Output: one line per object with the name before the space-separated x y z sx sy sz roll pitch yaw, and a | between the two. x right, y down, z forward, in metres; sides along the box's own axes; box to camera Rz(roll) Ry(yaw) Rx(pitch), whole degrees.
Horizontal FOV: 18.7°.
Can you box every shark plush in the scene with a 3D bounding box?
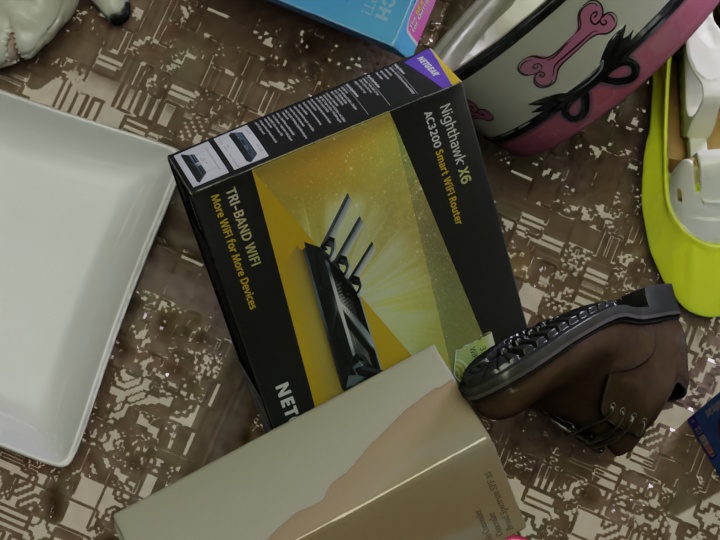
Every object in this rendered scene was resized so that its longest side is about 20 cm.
shark plush | -0.206 -0.222 1.299 0.083 0.091 0.201 -16 81 24

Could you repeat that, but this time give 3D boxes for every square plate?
square plate | -0.226 -0.008 1.260 0.199 0.028 0.199 19 76 2

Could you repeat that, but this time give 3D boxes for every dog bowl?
dog bowl | 0.127 -0.146 1.238 0.200 0.200 0.074 -45 101 -12

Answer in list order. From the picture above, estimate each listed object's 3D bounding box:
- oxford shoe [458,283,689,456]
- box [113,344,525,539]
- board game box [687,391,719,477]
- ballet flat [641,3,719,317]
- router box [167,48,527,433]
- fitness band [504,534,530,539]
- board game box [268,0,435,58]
oxford shoe | 0.128 0.061 1.195 0.200 0.072 0.085 -11 81 -50
box | -0.022 0.136 1.182 0.199 0.095 0.078 -29 47 -3
board game box | 0.290 0.041 1.215 0.199 0.152 0.045 -28 79 -9
ballet flat | 0.200 -0.076 1.282 0.066 0.067 0.201 1 76 -5
router box | 0.000 0.000 1.197 0.157 0.052 0.201 -24 122 -9
fitness band | 0.042 0.231 1.211 0.200 0.037 0.144 -34 80 -10
board game box | -0.002 -0.241 1.248 0.152 0.040 0.201 23 91 17
